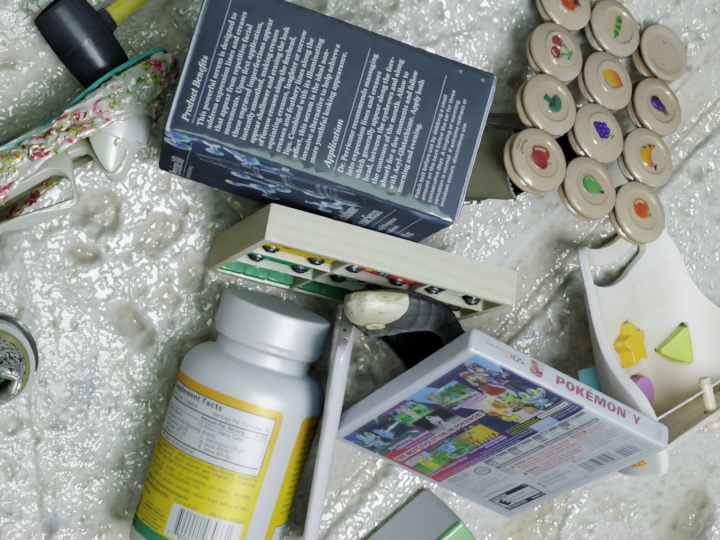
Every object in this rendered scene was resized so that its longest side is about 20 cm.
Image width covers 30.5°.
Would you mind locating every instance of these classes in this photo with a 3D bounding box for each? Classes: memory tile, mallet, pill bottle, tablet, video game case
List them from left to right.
[{"bbox_3d":[-0.133,-0.203,0.943,0.199,0.041,0.066,-34,109,-15],"label":"mallet"},{"bbox_3d":[-0.091,0.121,0.977,0.112,0.113,0.202,16,95,-22],"label":"pill bottle"},{"bbox_3d":[-0.026,0.134,0.988,0.014,0.130,0.202,9,104,0],"label":"tablet"},{"bbox_3d":[0.102,0.123,1.013,0.181,0.200,0.023,27,55,-20],"label":"video game case"},{"bbox_3d":[0.189,-0.128,1.034,0.152,0.017,0.202,25,62,-22],"label":"memory tile"}]

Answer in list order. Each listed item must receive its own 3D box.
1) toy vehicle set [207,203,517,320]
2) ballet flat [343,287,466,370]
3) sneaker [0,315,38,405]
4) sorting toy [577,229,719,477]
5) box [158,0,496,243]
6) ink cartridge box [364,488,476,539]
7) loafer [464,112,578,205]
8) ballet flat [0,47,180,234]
[{"bbox_3d":[0.000,0.000,0.981,0.198,0.124,0.027,15,75,-21],"label":"toy vehicle set"},{"bbox_3d":[0.044,0.056,0.995,0.200,0.066,0.057,38,58,-57],"label":"ballet flat"},{"bbox_3d":[-0.315,0.093,0.901,0.199,0.089,0.077,-26,107,-11],"label":"sneaker"},{"bbox_3d":[0.236,0.054,1.091,0.199,0.106,0.182,-19,92,-45],"label":"sorting toy"},{"bbox_3d":[-0.029,-0.101,0.907,0.198,0.148,0.108,18,82,-8],"label":"box"},{"bbox_3d":[0.066,0.307,1.086,0.145,0.084,0.201,-39,111,-9],"label":"ink cartridge box"},{"bbox_3d":[0.092,-0.090,1.026,0.198,0.070,0.076,-12,104,-18],"label":"loafer"},{"bbox_3d":[-0.200,-0.077,0.917,0.199,0.076,0.064,-32,79,-3],"label":"ballet flat"}]
